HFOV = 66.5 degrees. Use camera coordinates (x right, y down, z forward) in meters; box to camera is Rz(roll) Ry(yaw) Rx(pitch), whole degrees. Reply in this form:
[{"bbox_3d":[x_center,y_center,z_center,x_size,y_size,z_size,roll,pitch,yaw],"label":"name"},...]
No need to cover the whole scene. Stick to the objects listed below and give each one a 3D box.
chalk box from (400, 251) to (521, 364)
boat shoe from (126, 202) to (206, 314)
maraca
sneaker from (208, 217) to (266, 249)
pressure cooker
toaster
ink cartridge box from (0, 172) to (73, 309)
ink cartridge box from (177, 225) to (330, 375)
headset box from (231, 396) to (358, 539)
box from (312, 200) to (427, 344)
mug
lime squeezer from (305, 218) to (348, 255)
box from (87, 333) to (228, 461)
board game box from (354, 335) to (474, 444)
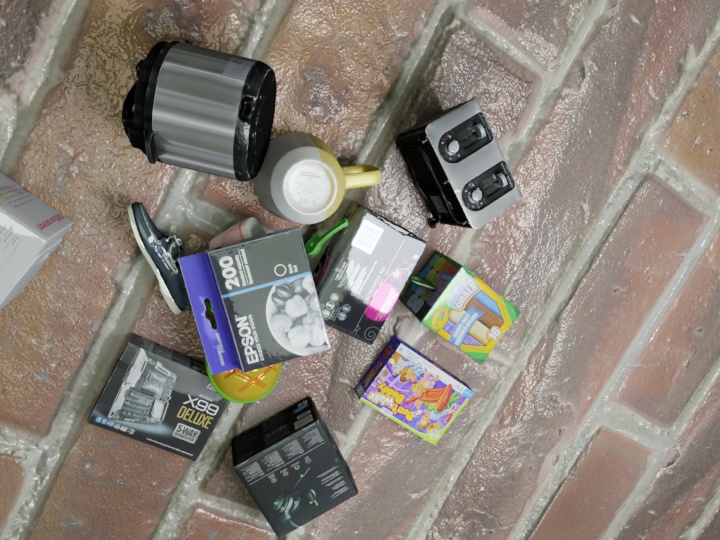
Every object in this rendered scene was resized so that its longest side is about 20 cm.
[{"bbox_3d":[0.164,0.053,1.004,0.199,0.125,0.124,36,94,-22],"label":"chalk box"},{"bbox_3d":[-0.311,-0.023,0.886,0.061,0.075,0.201,-21,111,-6],"label":"boat shoe"},{"bbox_3d":[-0.200,0.125,0.944,0.136,0.107,0.202,-2,82,-32],"label":"maraca"},{"bbox_3d":[-0.183,0.014,0.930,0.104,0.076,0.201,-20,114,13],"label":"sneaker"},{"bbox_3d":[-0.232,-0.233,0.790,0.198,0.176,0.180,13,102,-2],"label":"pressure cooker"},{"bbox_3d":[0.156,-0.170,0.915,0.118,0.200,0.182,-30,102,-7],"label":"toaster"},{"bbox_3d":[-0.551,-0.061,0.775,0.200,0.147,0.146,38,93,-20],"label":"ink cartridge box"},{"bbox_3d":[-0.165,0.052,0.857,0.198,0.043,0.200,-15,99,-4],"label":"ink cartridge box"},{"bbox_3d":[-0.120,0.375,1.036,0.173,0.093,0.201,-28,110,-6],"label":"headset box"},{"bbox_3d":[0.000,0.000,0.952,0.131,0.115,0.201,26,97,-18],"label":"box"},{"bbox_3d":[-0.077,-0.152,0.870,0.186,0.153,0.150,-38,110,-2],"label":"mug"},{"bbox_3d":[-0.109,-0.048,0.935,0.198,0.071,0.038,-4,69,14],"label":"lime squeezer"},{"bbox_3d":[-0.341,0.223,0.960,0.199,0.050,0.159,29,96,-20],"label":"box"},{"bbox_3d":[0.107,0.237,1.082,0.199,0.045,0.135,35,94,-20],"label":"board game box"}]
